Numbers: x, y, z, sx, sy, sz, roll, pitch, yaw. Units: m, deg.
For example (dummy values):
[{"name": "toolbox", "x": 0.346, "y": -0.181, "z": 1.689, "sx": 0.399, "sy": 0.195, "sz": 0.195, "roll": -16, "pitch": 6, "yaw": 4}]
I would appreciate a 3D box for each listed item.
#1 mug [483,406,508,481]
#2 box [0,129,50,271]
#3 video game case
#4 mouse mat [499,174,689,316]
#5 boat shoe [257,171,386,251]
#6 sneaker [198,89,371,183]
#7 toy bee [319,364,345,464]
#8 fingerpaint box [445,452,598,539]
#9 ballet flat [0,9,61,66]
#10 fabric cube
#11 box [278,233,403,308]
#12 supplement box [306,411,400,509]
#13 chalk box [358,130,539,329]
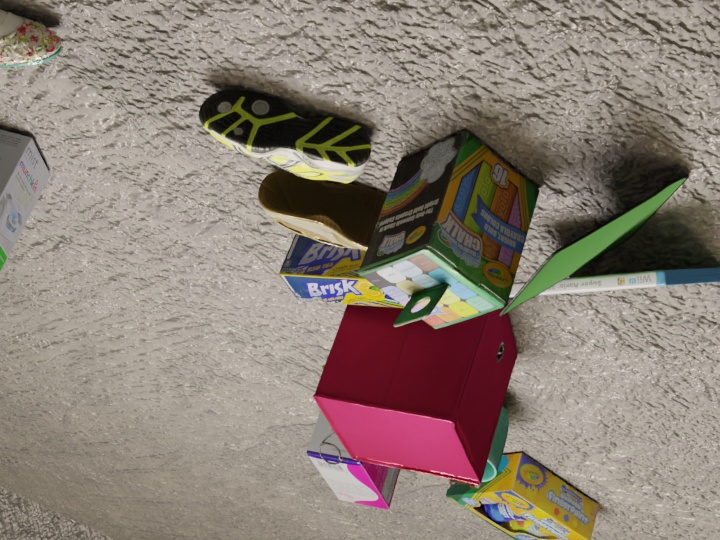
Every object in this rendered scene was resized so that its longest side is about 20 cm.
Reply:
[{"name": "mug", "x": 0.130, "y": 0.228, "z": 1.877, "sx": 0.183, "sy": 0.115, "sz": 0.152, "roll": 17, "pitch": 153, "yaw": 7}, {"name": "box", "x": -0.544, "y": -0.106, "z": 1.655, "sx": 0.198, "sy": 0.178, "sz": 0.097, "roll": 13, "pitch": 152, "yaw": 12}, {"name": "video game case", "x": 0.285, "y": 0.014, "z": 1.408, "sx": 0.199, "sy": 0.018, "sz": 0.142, "roll": -6, "pitch": 177, "yaw": 40}, {"name": "mouse mat", "x": 0.240, "y": -0.025, "z": 1.296, "sx": 0.008, "sy": 0.199, "sz": 0.161, "roll": 54, "pitch": 155, "yaw": 13}, {"name": "boat shoe", "x": -0.026, "y": -0.066, "z": 1.509, "sx": 0.198, "sy": 0.075, "sz": 0.066, "roll": 21, "pitch": 166, "yaw": 2}, {"name": "sneaker", "x": -0.088, "y": -0.140, "z": 1.400, "sx": 0.198, "sy": 0.076, "sz": 0.077, "roll": 20, "pitch": 153, "yaw": 4}, {"name": "toy bee", "x": -0.010, "y": 0.192, "z": 1.948, "sx": 0.131, "sy": 0.109, "sz": 0.200, "roll": 47, "pitch": 135, "yaw": 5}, {"name": "fingerpaint box", "x": 0.273, "y": 0.391, "z": 2.122, "sx": 0.199, "sy": 0.074, "sz": 0.166, "roll": 35, "pitch": 149, "yaw": -27}, {"name": "ballet flat", "x": -0.430, "y": -0.265, "z": 1.409, "sx": 0.198, "sy": 0.076, "sz": 0.064, "roll": 3, "pitch": 133, "yaw": 24}, {"name": "fabric cube", "x": 0.080, "y": 0.138, "z": 1.657, "sx": 0.198, "sy": 0.201, "sz": 0.197, "roll": 8, "pitch": 149, "yaw": 22}, {"name": "box", "x": 0.000, "y": 0.000, "z": 1.598, "sx": 0.198, "sy": 0.071, "sz": 0.064, "roll": 3, "pitch": 146, "yaw": 30}, {"name": "supplement box", "x": -0.006, "y": 0.321, "z": 2.152, "sx": 0.100, "sy": 0.104, "sz": 0.201, "roll": 7, "pitch": 149, "yaw": 22}, {"name": "chalk box", "x": 0.092, "y": -0.023, "z": 1.353, "sx": 0.124, "sy": 0.201, "sz": 0.124, "roll": 34, "pitch": 150, "yaw": -26}]
